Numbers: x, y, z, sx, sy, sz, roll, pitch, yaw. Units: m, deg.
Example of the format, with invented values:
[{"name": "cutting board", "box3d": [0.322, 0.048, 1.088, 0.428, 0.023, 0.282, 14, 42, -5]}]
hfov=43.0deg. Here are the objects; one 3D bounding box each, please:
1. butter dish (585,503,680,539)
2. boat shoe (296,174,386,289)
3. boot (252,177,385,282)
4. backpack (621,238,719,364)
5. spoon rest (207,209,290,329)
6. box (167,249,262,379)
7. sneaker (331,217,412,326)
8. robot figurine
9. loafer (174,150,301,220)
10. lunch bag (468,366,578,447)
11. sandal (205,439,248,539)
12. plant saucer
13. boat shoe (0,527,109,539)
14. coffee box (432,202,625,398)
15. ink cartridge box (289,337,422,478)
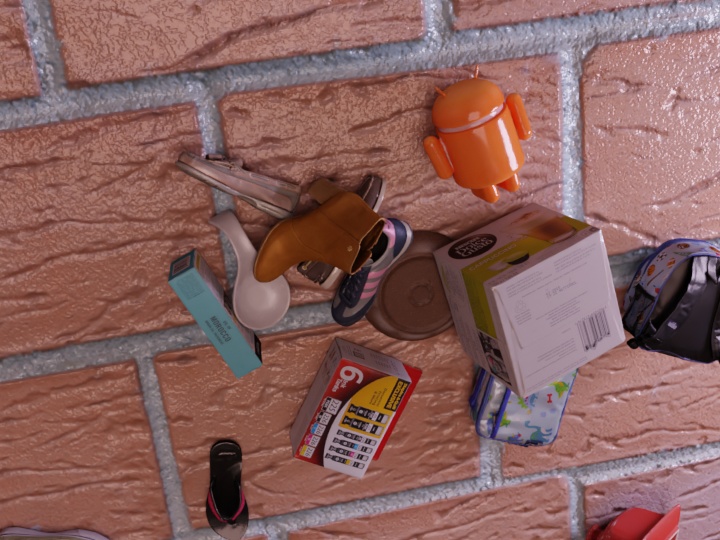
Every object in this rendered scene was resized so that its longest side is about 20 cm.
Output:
[{"name": "butter dish", "box3d": [0.497, 0.531, 1.728, 0.200, 0.148, 0.200, -18, 121, -48]}, {"name": "boat shoe", "box3d": [-0.029, -0.068, 1.433, 0.059, 0.072, 0.200, 29, 104, -13]}, {"name": "boot", "box3d": [-0.063, -0.031, 1.369, 0.201, 0.144, 0.071, -53, 148, 7]}, {"name": "backpack", "box3d": [0.547, 0.043, 1.532, 0.199, 0.154, 0.191, 11, 117, -20]}, {"name": "spoon rest", "box3d": [-0.175, 0.004, 1.435, 0.099, 0.061, 0.200, -31, 113, -18]}, {"name": "box", "box3d": [-0.228, 0.069, 1.446, 0.049, 0.082, 0.200, -29, 113, 4]}, {"name": "sneaker", "box3d": [0.000, 0.000, 1.448, 0.082, 0.070, 0.200, 10, 115, -57]}, {"name": "robot figurine", "box3d": [0.180, -0.205, 1.390, 0.144, 0.117, 0.200, -12, 117, 25]}, {"name": "loafer", "box3d": [-0.182, -0.140, 1.386, 0.200, 0.072, 0.063, 26, 88, -25]}, {"name": "lunch bag", "box3d": [0.280, 0.204, 1.589, 0.160, 0.082, 0.200, 13, 108, -11]}, {"name": "sandal", "box3d": [-0.234, 0.392, 1.592, 0.075, 0.045, 0.201, -4, 112, -8]}, {"name": "plant saucer", "box3d": [0.097, 0.033, 1.513, 0.200, 0.037, 0.201, -4, 113, -9]}, {"name": "boat shoe", "box3d": [-0.528, 0.489, 1.571, 0.199, 0.062, 0.072, 8, 110, -14]}, {"name": "coffee box", "box3d": [0.262, 0.039, 1.437, 0.199, 0.198, 0.200, -26, 115, -13]}, {"name": "ink cartridge box", "box3d": [0.000, 0.241, 1.552, 0.175, 0.084, 0.200, 20, 106, -17]}]
